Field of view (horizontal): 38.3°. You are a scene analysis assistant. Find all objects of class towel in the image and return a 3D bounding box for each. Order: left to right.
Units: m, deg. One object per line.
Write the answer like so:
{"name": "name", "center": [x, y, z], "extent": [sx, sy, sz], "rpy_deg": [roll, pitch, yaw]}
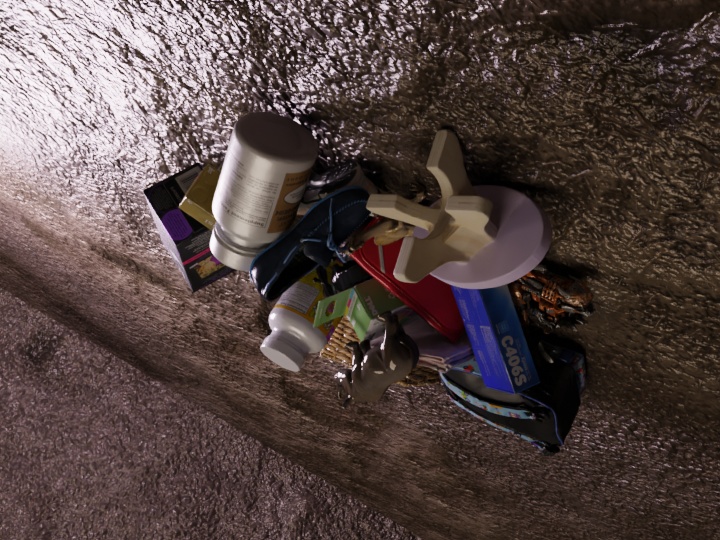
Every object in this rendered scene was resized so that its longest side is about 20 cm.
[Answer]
{"name": "towel", "center": [0.119, 0.100, 1.532], "extent": [0.191, 0.200, 0.032], "rpy_deg": [5, 108, 47]}

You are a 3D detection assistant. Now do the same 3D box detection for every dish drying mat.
{"name": "dish drying mat", "center": [0.079, 0.011, 1.430], "extent": [0.200, 0.077, 0.018], "rpy_deg": [40, 167, -12]}

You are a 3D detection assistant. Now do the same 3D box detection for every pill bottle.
{"name": "pill bottle", "center": [-0.137, -0.101, 1.395], "extent": [0.114, 0.114, 0.200], "rpy_deg": [28, 127, 8]}
{"name": "pill bottle", "center": [-0.079, 0.061, 1.673], "extent": [0.104, 0.200, 0.104], "rpy_deg": [27, 159, 11]}

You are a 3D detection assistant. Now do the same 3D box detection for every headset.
{"name": "headset", "center": [0.000, 0.000, 1.553], "extent": [0.200, 0.123, 0.094], "rpy_deg": [-33, 76, 51]}

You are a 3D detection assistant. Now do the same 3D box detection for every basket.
{"name": "basket", "center": [0.052, 0.101, 1.780], "extent": [0.200, 0.149, 0.143], "rpy_deg": [15, -173, 37]}

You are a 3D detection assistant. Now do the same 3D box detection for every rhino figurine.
{"name": "rhino figurine", "center": [0.014, 0.138, 1.462], "extent": [0.200, 0.060, 0.088], "rpy_deg": [-46, 64, 45]}

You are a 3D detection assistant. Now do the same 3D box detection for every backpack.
{"name": "backpack", "center": [0.229, 0.171, 1.588], "extent": [0.200, 0.135, 0.183], "rpy_deg": [19, 157, 26]}

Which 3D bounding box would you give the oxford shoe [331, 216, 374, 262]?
{"name": "oxford shoe", "center": [-0.020, -0.063, 1.504], "extent": [0.200, 0.073, 0.084], "rpy_deg": [-8, 121, 49]}

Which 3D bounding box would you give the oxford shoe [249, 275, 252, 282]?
{"name": "oxford shoe", "center": [-0.122, 0.014, 1.827], "extent": [0.071, 0.071, 0.200], "rpy_deg": [31, 171, -27]}

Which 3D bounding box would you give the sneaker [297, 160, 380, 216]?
{"name": "sneaker", "center": [-0.046, -0.097, 1.455], "extent": [0.080, 0.074, 0.200], "rpy_deg": [41, 158, -28]}

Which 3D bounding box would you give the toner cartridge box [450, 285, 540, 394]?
{"name": "toner cartridge box", "center": [0.172, 0.061, 1.388], "extent": [0.200, 0.043, 0.095], "rpy_deg": [71, 163, -6]}

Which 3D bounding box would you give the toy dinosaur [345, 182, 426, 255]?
{"name": "toy dinosaur", "center": [0.064, -0.063, 1.375], "extent": [0.101, 0.200, 0.058], "rpy_deg": [-51, 54, 44]}

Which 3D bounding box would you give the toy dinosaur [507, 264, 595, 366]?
{"name": "toy dinosaur", "center": [0.236, 0.036, 1.381], "extent": [0.136, 0.102, 0.200], "rpy_deg": [60, 173, -28]}

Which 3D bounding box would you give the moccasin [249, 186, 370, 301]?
{"name": "moccasin", "center": [-0.056, -0.028, 1.375], "extent": [0.080, 0.200, 0.068], "rpy_deg": [29, -152, -42]}

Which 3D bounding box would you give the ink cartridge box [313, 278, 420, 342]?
{"name": "ink cartridge box", "center": [0.037, 0.048, 1.488], "extent": [0.059, 0.200, 0.104], "rpy_deg": [62, 163, 17]}

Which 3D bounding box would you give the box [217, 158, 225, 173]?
{"name": "box", "center": [-0.164, -0.101, 1.659], "extent": [0.110, 0.035, 0.200], "rpy_deg": [27, 159, 10]}

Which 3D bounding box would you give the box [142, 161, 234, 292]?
{"name": "box", "center": [-0.274, -0.068, 1.730], "extent": [0.122, 0.106, 0.200], "rpy_deg": [56, 166, 19]}

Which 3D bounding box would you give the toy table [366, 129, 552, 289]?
{"name": "toy table", "center": [0.110, -0.059, 1.217], "extent": [0.200, 0.184, 0.117], "rpy_deg": [-10, 153, 43]}

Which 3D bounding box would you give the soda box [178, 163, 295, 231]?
{"name": "soda box", "center": [-0.175, -0.073, 1.591], "extent": [0.200, 0.068, 0.064], "rpy_deg": [35, 159, -10]}
